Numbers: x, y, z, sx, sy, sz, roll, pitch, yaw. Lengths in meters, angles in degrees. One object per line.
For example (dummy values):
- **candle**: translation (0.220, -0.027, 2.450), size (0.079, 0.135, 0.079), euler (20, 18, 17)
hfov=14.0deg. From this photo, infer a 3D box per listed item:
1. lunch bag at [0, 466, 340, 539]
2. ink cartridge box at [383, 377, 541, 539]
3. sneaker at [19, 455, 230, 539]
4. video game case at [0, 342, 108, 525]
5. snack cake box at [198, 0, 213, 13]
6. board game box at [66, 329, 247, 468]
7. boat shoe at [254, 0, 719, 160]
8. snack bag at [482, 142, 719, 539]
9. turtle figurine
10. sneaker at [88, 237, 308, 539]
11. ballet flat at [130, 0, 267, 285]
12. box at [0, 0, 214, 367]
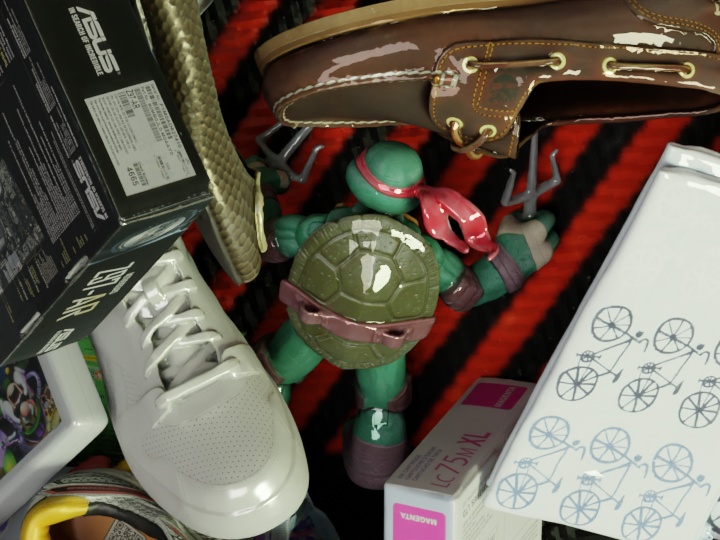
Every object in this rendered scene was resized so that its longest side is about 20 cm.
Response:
- **lunch bag**: translation (-0.095, 0.185, 1.363), size (0.169, 0.127, 0.201), euler (3, 118, 16)
- **ink cartridge box**: translation (0.046, 0.163, 1.318), size (0.042, 0.119, 0.201), euler (7, 114, 22)
- **sneaker**: translation (-0.061, 0.151, 1.244), size (0.199, 0.082, 0.078), euler (26, 102, 15)
- **video game case**: translation (-0.202, 0.040, 1.330), size (0.200, 0.023, 0.182), euler (-42, 62, 38)
- **snack cake box**: translation (-0.139, -0.183, 1.263), size (0.200, 0.067, 0.115), euler (44, 119, -3)
- **board game box**: translation (-0.148, 0.070, 1.396), size (0.199, 0.023, 0.105), euler (6, 112, 15)
- **boat shoe**: translation (0.058, -0.081, 1.204), size (0.199, 0.070, 0.071), euler (-11, 80, 1)
- **snack bag**: translation (0.175, 0.049, 1.239), size (0.199, 0.021, 0.189), euler (15, 120, -20)
- **turtle figurine**: translation (0.000, 0.000, 1.282), size (0.149, 0.101, 0.201), euler (23, 121, 7)
- **sneaker**: translation (-0.091, 0.016, 1.236), size (0.073, 0.200, 0.116), euler (-28, 138, -7)
- **ballet flat**: translation (-0.070, -0.087, 1.219), size (0.046, 0.067, 0.201), euler (-23, 113, -12)
- **box**: translation (-0.142, -0.082, 1.163), size (0.201, 0.043, 0.160), euler (65, 150, 12)
